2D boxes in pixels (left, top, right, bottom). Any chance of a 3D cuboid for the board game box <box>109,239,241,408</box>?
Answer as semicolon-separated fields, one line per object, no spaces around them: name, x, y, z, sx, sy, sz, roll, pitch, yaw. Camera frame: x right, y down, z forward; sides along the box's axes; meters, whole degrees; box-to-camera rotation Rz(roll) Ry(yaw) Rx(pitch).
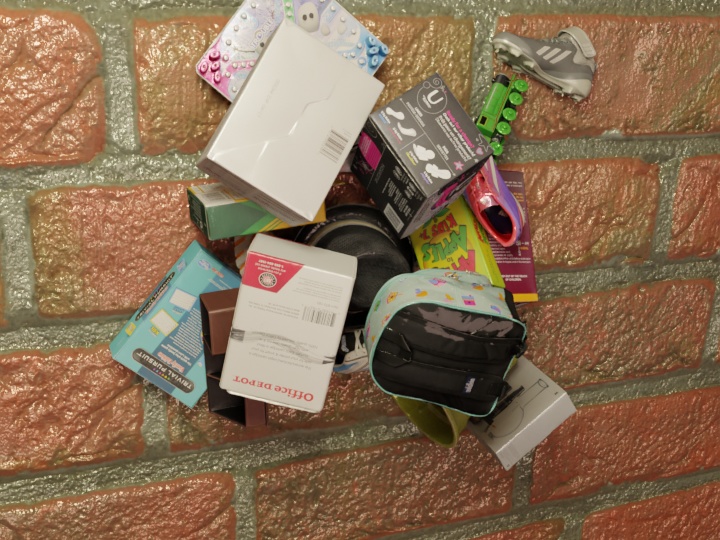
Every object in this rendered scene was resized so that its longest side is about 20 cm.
board game box;-0.246;0.080;1.355;0.151;0.047;0.201;39;91;-31

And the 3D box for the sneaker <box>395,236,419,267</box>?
sneaker;0.056;-0.030;1.426;0.197;0.079;0.075;-3;110;-24

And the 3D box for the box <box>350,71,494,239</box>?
box;0.077;-0.145;1.219;0.114;0.200;0.133;-34;84;-13

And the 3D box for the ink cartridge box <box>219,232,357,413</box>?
ink cartridge box;-0.096;0.071;1.232;0.143;0.084;0.203;14;110;-3

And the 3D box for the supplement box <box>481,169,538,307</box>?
supplement box;0.199;-0.042;1.417;0.084;0.110;0.204;0;79;-24

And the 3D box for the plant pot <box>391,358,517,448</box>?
plant pot;0.151;0.148;1.487;0.183;0.200;0.202;-36;120;-19

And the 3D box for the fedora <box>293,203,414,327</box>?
fedora;0.000;0.000;1.310;0.197;0.091;0.204;-5;102;-23

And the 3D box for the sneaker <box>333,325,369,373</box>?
sneaker;0.012;0.111;1.392;0.072;0.198;0.073;14;62;-44

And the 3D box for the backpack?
backpack;0.102;0.087;1.245;0.197;0.154;0.178;8;123;-19

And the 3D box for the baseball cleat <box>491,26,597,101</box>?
baseball cleat;0.286;-0.340;1.423;0.198;0.069;0.108;23;86;-34

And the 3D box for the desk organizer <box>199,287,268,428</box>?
desk organizer;-0.183;0.130;1.335;0.076;0.072;0.203;-9;115;-19

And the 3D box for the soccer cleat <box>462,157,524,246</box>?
soccer cleat;0.168;-0.123;1.301;0.068;0.073;0.201;-30;105;22

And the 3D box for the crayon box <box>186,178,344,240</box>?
crayon box;-0.132;-0.095;1.289;0.197;0.126;0.052;-11;110;-19

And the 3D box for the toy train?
toy train;0.200;-0.220;1.387;0.056;0.042;0.202;24;62;1

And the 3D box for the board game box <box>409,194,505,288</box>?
board game box;0.129;-0.050;1.357;0.101;0.203;0.047;-26;161;26

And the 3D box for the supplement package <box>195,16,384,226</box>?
supplement package;-0.091;-0.183;1.177;0.155;0.111;0.202;31;81;-15

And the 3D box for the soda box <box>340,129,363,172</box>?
soda box;-0.006;-0.178;1.344;0.197;0.068;0.065;-4;103;-23

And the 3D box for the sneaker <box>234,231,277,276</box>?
sneaker;-0.117;0.002;1.368;0.077;0.078;0.201;-25;114;21

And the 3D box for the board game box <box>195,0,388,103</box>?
board game box;-0.088;-0.286;1.250;0.199;0.026;0.201;38;85;-15

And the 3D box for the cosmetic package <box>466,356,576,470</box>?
cosmetic package;0.240;0.218;1.532;0.150;0.200;0.052;-38;121;-6
